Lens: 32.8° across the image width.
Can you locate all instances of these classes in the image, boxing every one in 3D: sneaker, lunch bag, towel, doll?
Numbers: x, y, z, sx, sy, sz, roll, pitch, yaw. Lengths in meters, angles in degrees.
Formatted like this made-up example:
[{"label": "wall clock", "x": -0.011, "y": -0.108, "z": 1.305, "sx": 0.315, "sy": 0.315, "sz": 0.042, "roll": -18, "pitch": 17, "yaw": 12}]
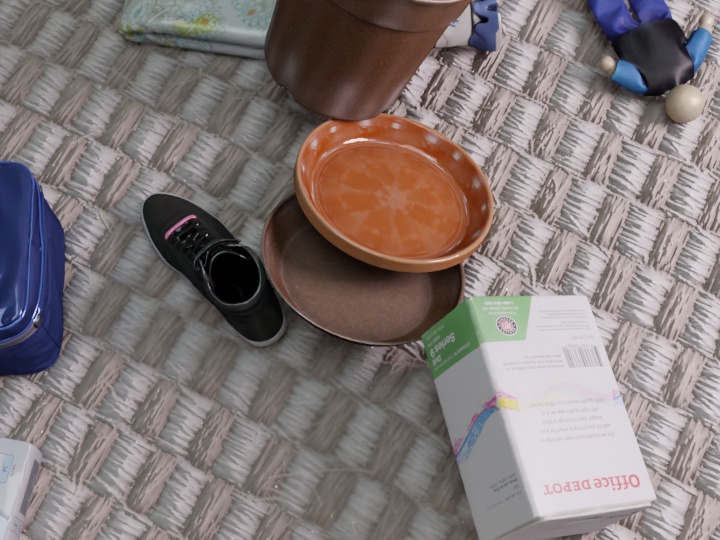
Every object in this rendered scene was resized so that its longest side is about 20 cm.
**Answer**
[{"label": "sneaker", "x": -0.145, "y": -0.021, "z": 1.165, "sx": 0.071, "sy": 0.099, "sz": 0.200, "roll": -39, "pitch": 70, "yaw": -13}, {"label": "lunch bag", "x": -0.356, "y": -0.010, "z": 1.144, "sx": 0.135, "sy": 0.132, "sz": 0.201, "roll": -6, "pitch": 67, "yaw": -2}, {"label": "towel", "x": -0.148, "y": -0.317, "z": 1.323, "sx": 0.199, "sy": 0.048, "sz": 0.172, "roll": 8, "pitch": 66, "yaw": 4}, {"label": "sneaker", "x": 0.075, "y": -0.317, "z": 1.302, "sx": 0.115, "sy": 0.081, "sz": 0.200, "roll": -10, "pitch": 68, "yaw": -6}, {"label": "doll", "x": 0.307, "y": -0.243, "z": 1.285, "sx": 0.136, "sy": 0.049, "sz": 0.201, "roll": -19, "pitch": 67, "yaw": -6}]

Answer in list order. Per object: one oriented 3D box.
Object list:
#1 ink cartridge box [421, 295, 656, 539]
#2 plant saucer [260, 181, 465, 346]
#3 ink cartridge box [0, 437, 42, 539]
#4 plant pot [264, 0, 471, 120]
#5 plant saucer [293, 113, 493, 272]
[{"label": "ink cartridge box", "x": 0.154, "y": 0.129, "z": 1.072, "sx": 0.145, "sy": 0.088, "sz": 0.201, "roll": 0, "pitch": 61, "yaw": -34}, {"label": "plant saucer", "x": 0.000, "y": 0.000, "z": 1.160, "sx": 0.199, "sy": 0.037, "sz": 0.201, "roll": 10, "pitch": 47, "yaw": -11}, {"label": "ink cartridge box", "x": -0.403, "y": 0.218, "z": 1.091, "sx": 0.199, "sy": 0.047, "sz": 0.161, "roll": 10, "pitch": 67, "yaw": 3}, {"label": "plant pot", "x": 0.004, "y": -0.265, "z": 1.181, "sx": 0.199, "sy": 0.198, "sz": 0.201, "roll": 12, "pitch": 53, "yaw": -17}, {"label": "plant saucer", "x": 0.031, "y": -0.075, "z": 1.192, "sx": 0.199, "sy": 0.032, "sz": 0.201, "roll": 10, "pitch": 48, "yaw": -11}]
